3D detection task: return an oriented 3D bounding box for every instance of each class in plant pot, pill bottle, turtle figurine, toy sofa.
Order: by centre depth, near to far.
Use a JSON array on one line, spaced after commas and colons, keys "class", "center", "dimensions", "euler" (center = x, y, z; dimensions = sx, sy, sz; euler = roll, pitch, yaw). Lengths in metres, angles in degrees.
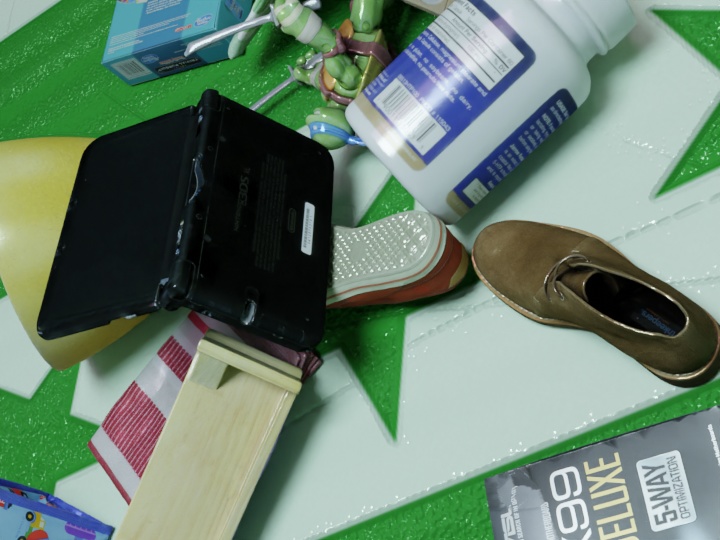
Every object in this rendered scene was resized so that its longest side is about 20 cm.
[{"class": "pill bottle", "center": [0.097, -0.142, 0.798], "dimensions": [0.200, 0.120, 0.120], "euler": [-43, 51, 8]}, {"class": "toy sofa", "center": [-0.118, 0.151, 0.811], "dimensions": [0.082, 0.098, 0.201], "euler": [24, 87, -3]}, {"class": "turtle figurine", "center": [-0.038, -0.207, 0.909], "dimensions": [0.199, 0.144, 0.195], "euler": [16, 73, 34]}, {"class": "plant pot", "center": [-0.221, -0.032, 0.935], "dimensions": [0.141, 0.201, 0.201], "euler": [-19, 54, -4]}]

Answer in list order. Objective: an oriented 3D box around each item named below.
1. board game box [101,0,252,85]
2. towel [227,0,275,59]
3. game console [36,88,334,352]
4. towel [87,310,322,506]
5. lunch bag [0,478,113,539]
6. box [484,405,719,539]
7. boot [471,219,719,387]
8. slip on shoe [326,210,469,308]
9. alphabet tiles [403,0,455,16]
[{"class": "board game box", "center": [-0.175, -0.299, 1.108], "dimensions": [0.150, 0.047, 0.201], "euler": [-7, 63, 31]}, {"class": "towel", "center": [-0.053, -0.289, 0.940], "dimensions": [0.153, 0.023, 0.200], "euler": [-62, 9, -31]}, {"class": "game console", "center": [-0.123, -0.025, 0.816], "dimensions": [0.116, 0.175, 0.201], "euler": [-43, 33, 41]}, {"class": "towel", "center": [-0.135, 0.107, 0.895], "dimensions": [0.200, 0.023, 0.144], "euler": [-51, 49, 2]}, {"class": "lunch bag", "center": [-0.313, 0.233, 0.835], "dimensions": [0.094, 0.200, 0.151], "euler": [14, 75, 37]}, {"class": "box", "center": [0.165, 0.197, 0.627], "dimensions": [0.157, 0.050, 0.201], "euler": [-22, 57, 24]}, {"class": "boot", "center": [0.145, 0.005, 0.722], "dimensions": [0.199, 0.075, 0.074], "euler": [29, 87, 41]}, {"class": "slip on shoe", "center": [0.000, 0.000, 0.834], "dimensions": [0.199, 0.061, 0.075], "euler": [-10, 59, 45]}, {"class": "alphabet tiles", "center": [0.078, -0.299, 0.885], "dimensions": [0.008, 0.166, 0.201], "euler": [142, 147, -71]}]
